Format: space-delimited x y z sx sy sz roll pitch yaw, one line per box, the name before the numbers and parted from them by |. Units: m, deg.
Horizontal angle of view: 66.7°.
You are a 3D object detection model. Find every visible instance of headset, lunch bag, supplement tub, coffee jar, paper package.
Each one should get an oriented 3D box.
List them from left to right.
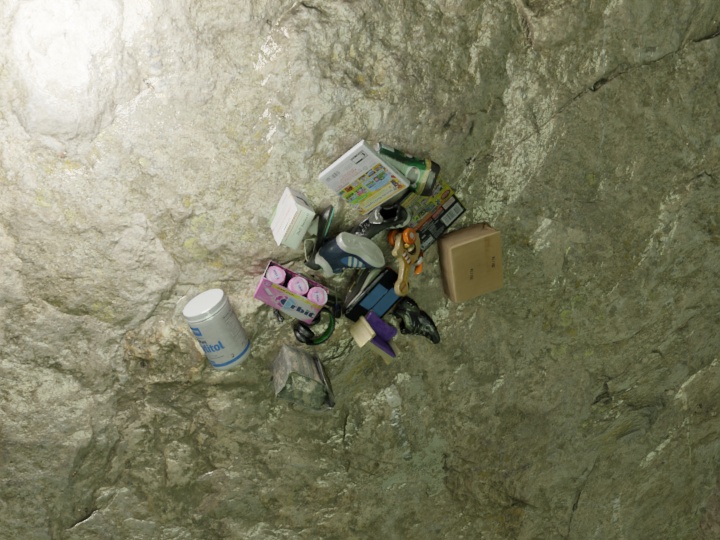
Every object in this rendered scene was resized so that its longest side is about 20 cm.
supplement tub | -0.409 0.172 1.572 0.129 0.132 0.204 -25 117 -5
headset | -0.171 0.159 1.684 0.196 0.094 0.126 13 105 -37
lunch bag | -0.165 0.336 1.694 0.197 0.165 0.119 26 106 -25
coffee jar | 0.124 -0.283 1.547 0.195 0.086 0.106 16 111 -12
paper package | 0.351 -0.025 1.729 0.186 0.104 0.205 -17 116 -10

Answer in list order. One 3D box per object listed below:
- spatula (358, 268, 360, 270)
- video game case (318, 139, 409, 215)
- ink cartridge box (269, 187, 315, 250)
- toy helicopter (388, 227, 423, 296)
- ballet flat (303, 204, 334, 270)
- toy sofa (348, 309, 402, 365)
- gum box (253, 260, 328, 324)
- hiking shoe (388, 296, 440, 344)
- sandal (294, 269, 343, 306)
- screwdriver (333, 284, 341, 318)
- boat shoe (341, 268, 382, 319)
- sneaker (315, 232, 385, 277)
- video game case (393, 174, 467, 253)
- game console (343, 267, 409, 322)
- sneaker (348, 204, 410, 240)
spatula | 0.000 0.000 1.681 0.055 0.021 0.205 -15 116 -12
video game case | 0.008 -0.250 1.509 0.181 0.023 0.198 36 139 -25
ink cartridge box | -0.183 -0.135 1.468 0.066 0.201 0.119 24 105 -24
toy helicopter | 0.140 -0.020 1.626 0.131 0.078 0.205 25 70 -40
ballet flat | -0.126 -0.096 1.580 0.067 0.068 0.205 11 109 -7
toy sofa | 0.060 0.212 1.716 0.097 0.083 0.200 -42 141 6
gum box | -0.197 0.067 1.575 0.196 0.067 0.114 26 140 -11
hiking shoe | 0.179 0.179 1.790 0.100 0.076 0.200 -39 109 12
sandal | -0.132 0.048 1.645 0.079 0.059 0.200 -21 142 32
screwdriver | -0.073 0.090 1.640 0.027 0.029 0.202 -28 149 -16
boat shoe | -0.004 0.059 1.667 0.071 0.061 0.203 2 129 -50
sneaker | -0.039 -0.031 1.581 0.145 0.082 0.198 -35 142 31
video game case | 0.201 -0.179 1.663 0.200 0.026 0.181 -44 117 6
game console | 0.054 0.089 1.682 0.200 0.031 0.176 -47 150 6
sneaker | 0.045 -0.142 1.581 0.196 0.068 0.091 -21 153 10
